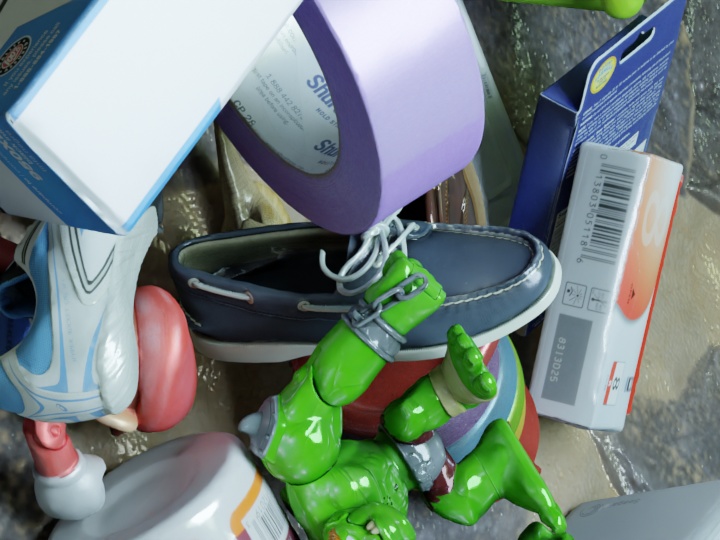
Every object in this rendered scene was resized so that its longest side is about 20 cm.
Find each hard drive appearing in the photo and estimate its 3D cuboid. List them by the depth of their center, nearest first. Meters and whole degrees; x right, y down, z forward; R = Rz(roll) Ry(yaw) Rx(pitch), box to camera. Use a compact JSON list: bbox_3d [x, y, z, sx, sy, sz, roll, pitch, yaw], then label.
[{"bbox_3d":[0.132,0.188,1.553,0.200,0.131,0.026,-43,111,-46],"label":"hard drive"}]

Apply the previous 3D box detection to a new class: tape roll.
[{"bbox_3d":[-0.027,-0.119,1.306,0.065,0.200,0.201,-32,106,-21],"label":"tape roll"}]

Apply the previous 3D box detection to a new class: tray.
[{"bbox_3d":[0.056,-0.098,1.630,0.107,0.022,0.201,-35,106,-49],"label":"tray"}]

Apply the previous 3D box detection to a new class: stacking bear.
[{"bbox_3d":[0.044,0.069,1.475,0.200,0.121,0.114,50,48,-61],"label":"stacking bear"}]

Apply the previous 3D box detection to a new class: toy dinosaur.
[{"bbox_3d":[-0.059,-0.020,1.464,0.201,0.058,0.101,62,26,-27],"label":"toy dinosaur"}]

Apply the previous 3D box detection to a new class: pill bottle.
[{"bbox_3d":[-0.061,0.191,1.342,0.114,0.114,0.201,-48,116,-45],"label":"pill bottle"}]

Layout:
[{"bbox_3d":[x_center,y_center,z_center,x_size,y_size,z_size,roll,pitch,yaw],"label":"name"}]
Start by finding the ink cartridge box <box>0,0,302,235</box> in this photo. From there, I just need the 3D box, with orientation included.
[{"bbox_3d":[-0.140,-0.104,1.240,0.084,0.200,0.145,45,71,-30],"label":"ink cartridge box"}]

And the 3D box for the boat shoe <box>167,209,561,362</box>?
[{"bbox_3d":[0.000,0.000,1.364,0.075,0.199,0.062,-72,151,-43],"label":"boat shoe"}]

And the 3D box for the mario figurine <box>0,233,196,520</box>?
[{"bbox_3d":[-0.170,0.045,1.306,0.199,0.106,0.124,11,108,-37],"label":"mario figurine"}]

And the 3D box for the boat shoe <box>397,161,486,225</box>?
[{"bbox_3d":[0.016,-0.087,1.542,0.070,0.070,0.201,-35,106,-52],"label":"boat shoe"}]

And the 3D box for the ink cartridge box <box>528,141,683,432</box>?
[{"bbox_3d":[0.166,0.015,1.625,0.200,0.050,0.163,9,93,-64],"label":"ink cartridge box"}]

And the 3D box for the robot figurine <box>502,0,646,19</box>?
[{"bbox_3d":[0.113,-0.215,1.606,0.199,0.175,0.116,2,112,-34],"label":"robot figurine"}]

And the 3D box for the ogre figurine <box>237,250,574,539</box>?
[{"bbox_3d":[0.023,0.102,1.329,0.098,0.119,0.200,58,-3,45],"label":"ogre figurine"}]

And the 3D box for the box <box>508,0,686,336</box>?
[{"bbox_3d":[0.136,-0.070,1.613,0.121,0.032,0.201,-39,150,-45],"label":"box"}]

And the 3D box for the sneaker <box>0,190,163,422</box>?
[{"bbox_3d":[-0.129,-0.014,1.251,0.201,0.072,0.072,-84,176,-45],"label":"sneaker"}]
